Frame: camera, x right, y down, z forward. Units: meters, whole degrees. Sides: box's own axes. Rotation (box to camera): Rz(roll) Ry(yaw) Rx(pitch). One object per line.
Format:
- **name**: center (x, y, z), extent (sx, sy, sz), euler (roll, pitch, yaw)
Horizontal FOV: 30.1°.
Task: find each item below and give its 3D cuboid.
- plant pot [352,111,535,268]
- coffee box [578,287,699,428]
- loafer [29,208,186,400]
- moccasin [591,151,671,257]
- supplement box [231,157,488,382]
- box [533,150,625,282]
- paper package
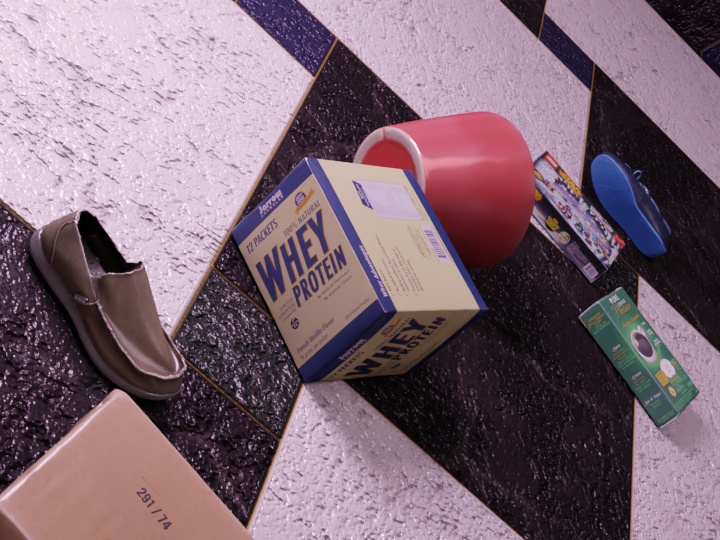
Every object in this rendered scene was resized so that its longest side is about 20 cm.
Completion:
- **plant pot**: center (0.095, -0.104, 1.692), extent (0.176, 0.201, 0.202), euler (0, 55, -42)
- **coffee box**: center (0.413, 0.125, 1.982), extent (0.201, 0.044, 0.123), euler (54, 30, 8)
- **loafer**: center (-0.223, 0.028, 1.218), extent (0.201, 0.070, 0.075), euler (51, 30, 4)
- **moccasin**: center (0.463, -0.116, 2.301), extent (0.068, 0.080, 0.202), euler (-38, 100, -46)
- **supplement box**: center (0.000, 0.000, 1.483), extent (0.198, 0.134, 0.202), euler (1, 54, -52)
- **box**: center (0.328, -0.088, 2.116), extent (0.201, 0.040, 0.137), euler (49, 29, 0)
- **paper package**: center (-0.188, 0.225, 1.010), extent (0.200, 0.103, 0.191), euler (48, 31, -2)
